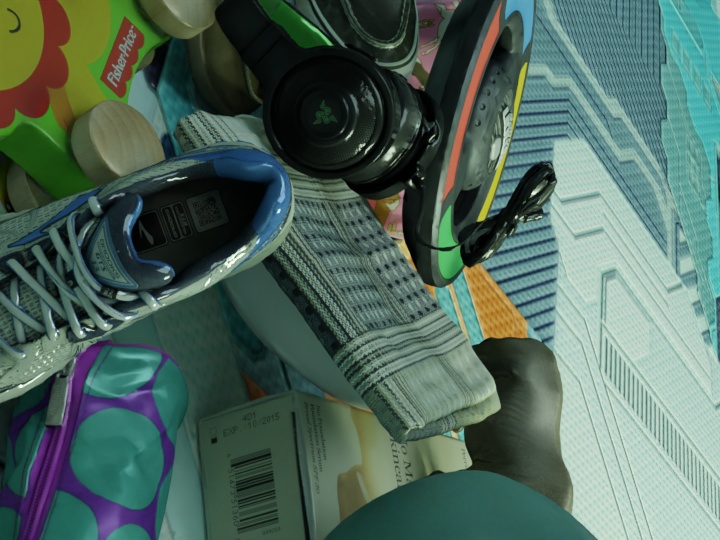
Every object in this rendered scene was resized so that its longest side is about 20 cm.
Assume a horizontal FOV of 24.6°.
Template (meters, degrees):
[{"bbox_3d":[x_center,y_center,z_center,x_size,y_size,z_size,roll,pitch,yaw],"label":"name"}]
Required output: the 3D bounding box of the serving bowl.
[{"bbox_3d":[-0.030,0.007,0.957,0.200,0.066,0.200,46,14,-15],"label":"serving bowl"}]

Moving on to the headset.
[{"bbox_3d":[0.009,-0.084,0.849,0.200,0.094,0.123,51,14,20],"label":"headset"}]

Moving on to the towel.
[{"bbox_3d":[0.000,0.000,0.859,0.193,0.035,0.200,53,13,10],"label":"towel"}]

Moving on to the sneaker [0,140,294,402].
[{"bbox_3d":[-0.116,-0.004,0.703,0.077,0.200,0.085,61,-14,-4],"label":"sneaker"}]

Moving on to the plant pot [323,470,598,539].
[{"bbox_3d":[0.057,0.200,0.825,0.201,0.201,0.161,35,22,-49],"label":"plant pot"}]

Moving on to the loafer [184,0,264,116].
[{"bbox_3d":[-0.071,-0.170,0.979,0.200,0.067,0.076,79,13,-49],"label":"loafer"}]

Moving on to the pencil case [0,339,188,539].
[{"bbox_3d":[-0.134,0.125,0.732,0.092,0.085,0.200,67,23,-45],"label":"pencil case"}]

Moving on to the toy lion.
[{"bbox_3d":[-0.169,-0.126,0.781,0.192,0.069,0.200,45,37,-29],"label":"toy lion"}]

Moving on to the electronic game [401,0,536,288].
[{"bbox_3d":[0.070,-0.087,0.985,0.200,0.042,0.200,16,90,-77],"label":"electronic game"}]

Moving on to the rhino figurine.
[{"bbox_3d":[0.085,0.127,0.967,0.060,0.087,0.200,36,42,-46],"label":"rhino figurine"}]

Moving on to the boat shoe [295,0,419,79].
[{"bbox_3d":[-0.005,-0.202,0.984,0.071,0.064,0.200,-4,63,-21],"label":"boat shoe"}]

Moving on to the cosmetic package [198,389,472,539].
[{"bbox_3d":[-0.005,0.141,0.970,0.200,0.071,0.105,21,55,-56],"label":"cosmetic package"}]

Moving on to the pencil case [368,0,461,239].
[{"bbox_3d":[0.040,-0.113,1.098,0.083,0.086,0.200,-33,138,-33],"label":"pencil case"}]

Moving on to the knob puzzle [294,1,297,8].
[{"bbox_3d":[-0.018,-0.149,1.091,0.220,0.030,0.220,14,90,-70],"label":"knob puzzle"}]

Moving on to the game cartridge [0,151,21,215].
[{"bbox_3d":[-0.178,-0.040,0.805,0.133,0.040,0.200,64,28,-6],"label":"game cartridge"}]
